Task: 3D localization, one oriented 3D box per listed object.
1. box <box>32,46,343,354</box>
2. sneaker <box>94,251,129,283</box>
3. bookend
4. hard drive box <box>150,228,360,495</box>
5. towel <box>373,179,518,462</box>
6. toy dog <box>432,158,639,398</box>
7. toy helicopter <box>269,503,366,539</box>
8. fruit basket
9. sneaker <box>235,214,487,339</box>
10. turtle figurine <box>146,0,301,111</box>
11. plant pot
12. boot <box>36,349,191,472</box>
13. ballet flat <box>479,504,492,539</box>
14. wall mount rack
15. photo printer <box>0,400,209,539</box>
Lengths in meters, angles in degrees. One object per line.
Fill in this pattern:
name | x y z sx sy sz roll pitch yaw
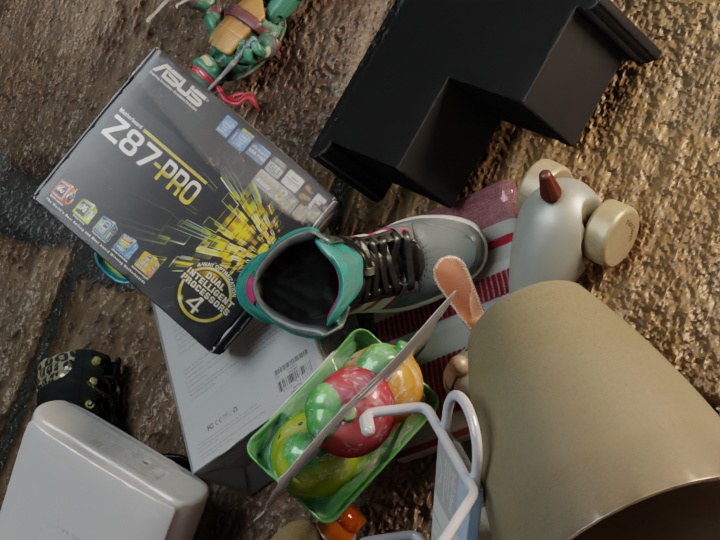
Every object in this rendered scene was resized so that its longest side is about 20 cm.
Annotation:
box | -0.138 -0.055 1.501 0.200 0.049 0.161 41 90 8
sneaker | -0.175 -0.051 1.626 0.130 0.080 0.200 -38 10 4
bookend | 0.095 -0.132 1.460 0.200 0.092 0.199 25 84 45
hard drive box | -0.083 0.059 1.557 0.156 0.077 0.200 -35 52 24
towel | 0.076 0.041 1.466 0.144 0.023 0.201 -24 58 29
toy dog | 0.122 0.002 1.374 0.131 0.096 0.201 5 71 32
toy helicopter | -0.031 0.233 1.400 0.132 0.079 0.200 -51 20 -11
fruit basket | -0.012 0.099 1.347 0.094 0.200 0.185 41 74 11
sneaker | 0.000 0.000 1.405 0.199 0.121 0.084 -13 93 2
turtle figurine | -0.110 -0.231 1.701 0.150 0.101 0.200 34 78 30
plant pot | 0.151 0.111 1.240 0.187 0.187 0.200 -39 54 21
boot | -0.227 0.140 1.650 0.203 0.073 0.154 -15 58 34
ballet flat | 0.073 0.214 1.351 0.200 0.071 0.069 -38 56 22
wall mount rack | 0.043 0.186 1.225 0.174 0.074 0.201 -117 25 -55
photo printer | -0.226 0.231 1.545 0.166 0.069 0.201 29 114 18
